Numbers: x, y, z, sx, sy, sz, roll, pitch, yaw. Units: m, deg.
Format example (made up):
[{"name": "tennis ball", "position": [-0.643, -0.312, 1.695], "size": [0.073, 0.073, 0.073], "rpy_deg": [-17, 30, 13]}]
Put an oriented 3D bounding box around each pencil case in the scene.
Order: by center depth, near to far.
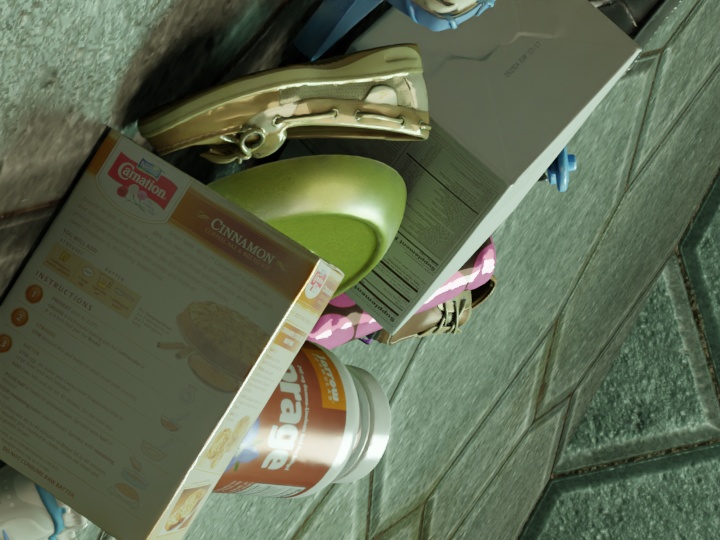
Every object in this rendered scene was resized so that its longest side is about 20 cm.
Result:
[{"name": "pencil case", "position": [0.000, 0.000, 1.601], "size": [0.200, 0.094, 0.091], "rpy_deg": [-24, -168, -27]}]

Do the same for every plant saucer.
[{"name": "plant saucer", "position": [-0.060, -0.010, 1.381], "size": [0.199, 0.031, 0.200], "rpy_deg": [-17, 157, -7]}]

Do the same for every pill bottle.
[{"name": "pill bottle", "position": [-0.073, 0.097, 1.424], "size": [0.200, 0.112, 0.112], "rpy_deg": [11, 112, -49]}]

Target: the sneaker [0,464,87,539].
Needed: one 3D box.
[{"name": "sneaker", "position": [-0.229, 0.165, 1.366], "size": [0.086, 0.075, 0.200], "rpy_deg": [-17, 159, -15]}]

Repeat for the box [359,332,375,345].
[{"name": "box", "position": [0.035, -0.020, 1.780], "size": [0.143, 0.036, 0.200], "rpy_deg": [-61, 180, -12]}]

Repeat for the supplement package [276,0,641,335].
[{"name": "supplement package", "position": [0.058, -0.101, 1.495], "size": [0.191, 0.147, 0.200], "rpy_deg": [-45, 175, -40]}]

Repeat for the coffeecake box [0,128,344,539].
[{"name": "coffeecake box", "position": [-0.130, 0.043, 1.245], "size": [0.200, 0.153, 0.073], "rpy_deg": [-58, 166, -1]}]

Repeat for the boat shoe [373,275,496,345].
[{"name": "boat shoe", "position": [0.075, 0.026, 2.021], "size": [0.200, 0.072, 0.076], "rpy_deg": [-37, 154, -54]}]

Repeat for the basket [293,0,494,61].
[{"name": "basket", "position": [0.047, -0.228, 1.323], "size": [0.176, 0.139, 0.200], "rpy_deg": [-47, 175, -36]}]

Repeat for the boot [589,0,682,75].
[{"name": "boot", "position": [0.169, -0.268, 1.601], "size": [0.066, 0.200, 0.165], "rpy_deg": [-13, -146, 41]}]

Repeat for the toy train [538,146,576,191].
[{"name": "toy train", "position": [0.129, -0.126, 1.736], "size": [0.200, 0.086, 0.115], "rpy_deg": [-84, 169, -81]}]

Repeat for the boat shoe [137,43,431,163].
[{"name": "boat shoe", "position": [-0.042, -0.093, 1.297], "size": [0.200, 0.063, 0.073], "rpy_deg": [-16, -176, -36]}]
